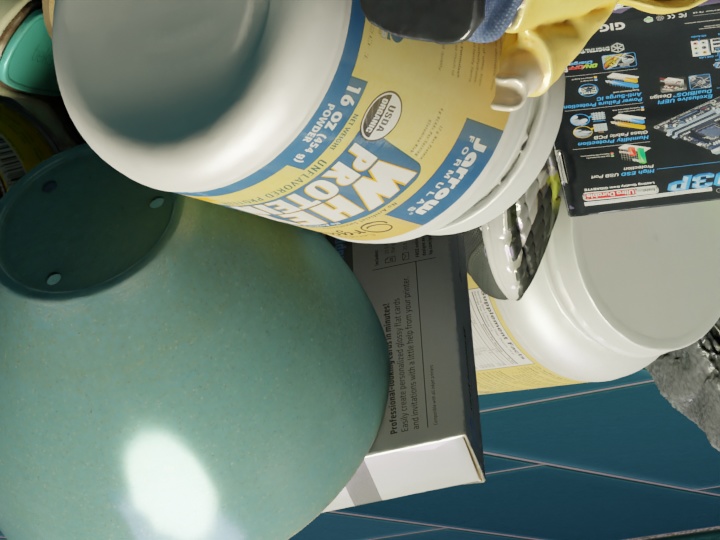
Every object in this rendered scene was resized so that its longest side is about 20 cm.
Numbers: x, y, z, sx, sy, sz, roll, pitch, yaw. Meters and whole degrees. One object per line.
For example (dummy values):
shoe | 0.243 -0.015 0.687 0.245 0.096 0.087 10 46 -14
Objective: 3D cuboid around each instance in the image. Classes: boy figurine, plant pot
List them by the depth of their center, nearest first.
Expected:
boy figurine | 0.079 -0.124 1.071 0.064 0.125 0.200 22 -163 34
plant pot | -0.100 0.021 1.179 0.199 0.201 0.135 -7 138 15

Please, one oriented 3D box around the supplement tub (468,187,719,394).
supplement tub | 0.095 -0.007 1.472 0.145 0.146 0.200 6 169 -37

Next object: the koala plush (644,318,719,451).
koala plush | 0.276 0.002 1.597 0.200 0.185 0.177 -26 -159 -31

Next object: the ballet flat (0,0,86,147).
ballet flat | -0.145 -0.102 1.235 0.069 0.070 0.200 -7 166 14

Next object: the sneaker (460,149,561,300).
sneaker | 0.041 -0.067 1.312 0.084 0.075 0.200 5 136 28

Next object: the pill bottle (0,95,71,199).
pill bottle | -0.190 -0.034 1.328 0.109 0.110 0.200 -8 -175 19

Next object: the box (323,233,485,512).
box | -0.046 0.049 1.255 0.199 0.156 0.041 -13 136 11

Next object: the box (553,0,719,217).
box | 0.183 -0.098 1.249 0.199 0.046 0.159 -7 145 9

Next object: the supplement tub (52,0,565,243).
supplement tub | -0.016 -0.090 1.117 0.144 0.145 0.200 -13 164 34

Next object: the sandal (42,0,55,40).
sandal | -0.079 -0.089 1.219 0.069 0.078 0.212 25 171 19
